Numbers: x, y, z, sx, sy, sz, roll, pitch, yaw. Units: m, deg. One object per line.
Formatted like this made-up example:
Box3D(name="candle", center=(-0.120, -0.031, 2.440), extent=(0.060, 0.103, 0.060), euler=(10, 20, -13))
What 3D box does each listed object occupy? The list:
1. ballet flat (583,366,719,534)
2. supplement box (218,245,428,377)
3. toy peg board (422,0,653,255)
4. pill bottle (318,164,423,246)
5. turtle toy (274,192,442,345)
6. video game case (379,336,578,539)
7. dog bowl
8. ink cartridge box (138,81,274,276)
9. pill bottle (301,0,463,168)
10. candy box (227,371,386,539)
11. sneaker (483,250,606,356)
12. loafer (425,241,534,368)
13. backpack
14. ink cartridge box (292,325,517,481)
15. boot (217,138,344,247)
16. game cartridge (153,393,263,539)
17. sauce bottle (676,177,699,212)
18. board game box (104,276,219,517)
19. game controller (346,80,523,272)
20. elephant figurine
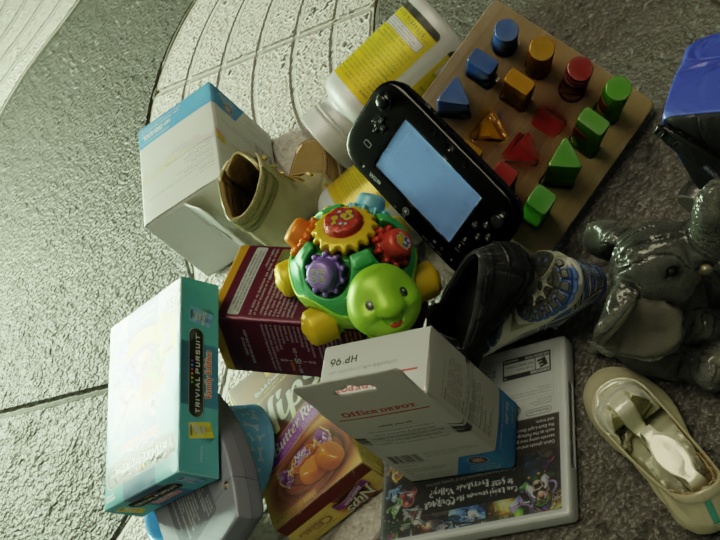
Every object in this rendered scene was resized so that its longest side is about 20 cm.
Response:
Box3D(name="ballet flat", center=(0.244, 0.137, 1.046), extent=(0.069, 0.069, 0.200), euler=(-44, 42, 5))
Box3D(name="supplement box", center=(-0.041, 0.044, 1.275), extent=(0.199, 0.086, 0.111), euler=(4, 46, 18))
Box3D(name="toy peg board", center=(0.160, -0.151, 1.225), extent=(0.199, 0.098, 0.200), euler=(35, 84, 8))
Box3D(name="pill bottle", center=(0.026, -0.071, 1.343), extent=(0.200, 0.112, 0.112), euler=(-39, 43, 10))
Box3D(name="turtle toy", center=(0.000, 0.000, 1.172), extent=(0.145, 0.101, 0.200), euler=(-23, 44, -10))
Box3D(name="video game case", center=(0.110, 0.166, 1.169), extent=(0.200, 0.023, 0.182), euler=(-17, 50, 29))
Box3D(name="dog bowl", center=(-0.163, 0.220, 1.289), extent=(0.200, 0.049, 0.112), euler=(-52, 40, 29))
Box3D(name="ink cartridge box", center=(-0.186, -0.104, 1.532), extent=(0.125, 0.129, 0.200), euler=(-30, 45, 20))
Box3D(name="pill bottle", center=(0.030, -0.216, 1.446), extent=(0.200, 0.111, 0.111), euler=(-42, 43, 7))
Box3D(name="candy box", center=(-0.058, 0.170, 1.282), extent=(0.117, 0.056, 0.200), euler=(-40, 41, 11))
Box3D(name="sneaker", center=(0.158, 0.038, 1.191), extent=(0.200, 0.085, 0.077), euler=(-25, 69, 52))
Box3D(name="loafer", center=(0.087, 0.052, 1.154), extent=(0.201, 0.070, 0.068), euler=(-61, 42, 33))
Box3D(name="backpack", center=(0.372, -0.113, 1.024), extent=(0.162, 0.200, 0.168), euler=(5, 55, 44))
Box3D(name="ink cartridge box", center=(0.043, 0.113, 1.097), extent=(0.116, 0.200, 0.068), euler=(-14, 52, 31))
Box3D(name="boot", center=(-0.092, -0.102, 1.432), extent=(0.073, 0.155, 0.200), euler=(-15, 52, 31))
Box3D(name="game cartridge", center=(-0.157, 0.206, 1.213), extent=(0.134, 0.040, 0.200), euler=(-60, 37, 24))
Box3D(name="sauce bottle", center=(0.363, -0.139, 1.149), extent=(0.066, 0.066, 0.200), euler=(21, 76, 46))
Box3D(name="board game box", center=(-0.199, 0.127, 1.231), extent=(0.151, 0.047, 0.201), euler=(-33, 52, 45))
Box3D(name="game controller", center=(0.069, -0.088, 1.189), extent=(0.200, 0.042, 0.104), euler=(48, 120, 17))
Box3D(name="elephant figurine", center=(0.247, 0.006, 1.037), extent=(0.155, 0.200, 0.142), euler=(-48, 43, 1))
